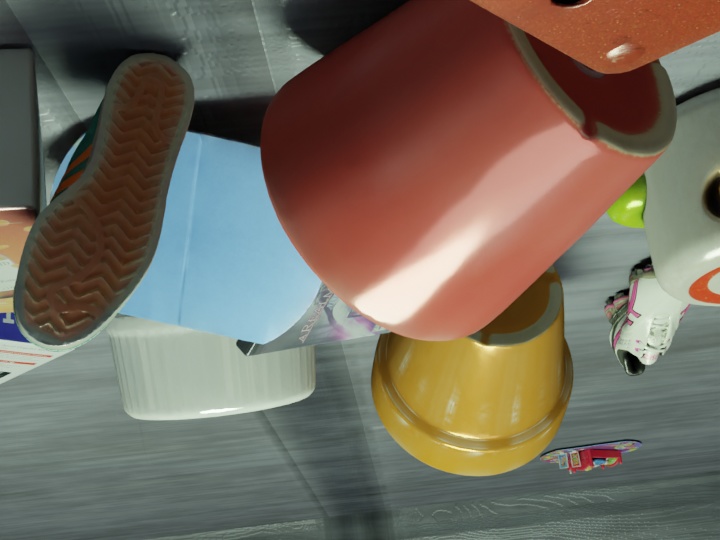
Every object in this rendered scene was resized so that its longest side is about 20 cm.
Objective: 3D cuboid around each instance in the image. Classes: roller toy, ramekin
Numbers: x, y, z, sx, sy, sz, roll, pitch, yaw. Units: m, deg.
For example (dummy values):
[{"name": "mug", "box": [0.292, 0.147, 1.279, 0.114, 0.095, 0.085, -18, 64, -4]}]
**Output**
[{"name": "roller toy", "box": [0.308, -0.051, 0.931, 0.181, 0.141, 0.200, 2, 159, -26]}, {"name": "ramekin", "box": [-0.134, 0.077, 1.130, 0.199, 0.098, 0.200, -6, -179, 0]}]

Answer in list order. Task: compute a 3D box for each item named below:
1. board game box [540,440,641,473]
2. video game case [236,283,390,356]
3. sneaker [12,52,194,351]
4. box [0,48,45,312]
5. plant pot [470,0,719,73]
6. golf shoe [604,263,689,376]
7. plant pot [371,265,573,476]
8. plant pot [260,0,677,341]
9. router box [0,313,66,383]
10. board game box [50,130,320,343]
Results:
[{"name": "board game box", "box": [0.454, 0.374, 2.394, 0.199, 0.039, 0.158, -8, 161, 6]}, {"name": "video game case", "box": [0.000, 0.000, 0.977, 0.200, 0.019, 0.143, -6, 133, -56]}, {"name": "sneaker", "box": [-0.154, -0.033, 0.743, 0.071, 0.201, 0.080, 24, 151, -10]}, {"name": "box", "box": [-0.282, -0.049, 0.787, 0.151, 0.107, 0.200, -2, 161, -13]}, {"name": "plant pot", "box": [0.093, -0.184, 0.408, 0.199, 0.177, 0.199, -21, 157, 37]}, {"name": "golf shoe", "box": [0.320, 0.052, 1.318, 0.072, 0.093, 0.200, -4, 160, -4]}, {"name": "plant pot", "box": [0.116, 0.066, 1.168, 0.199, 0.201, 0.184, -4, 145, -8]}, {"name": "plant pot", "box": [0.070, -0.082, 0.710, 0.200, 0.201, 0.177, 9, 147, -39]}, {"name": "router box", "box": [-0.406, 0.065, 1.171, 0.179, 0.049, 0.199, -23, 156, 39]}, {"name": "board game box", "box": [-0.119, -0.035, 0.876, 0.199, 0.039, 0.159, 12, 121, 1]}]
